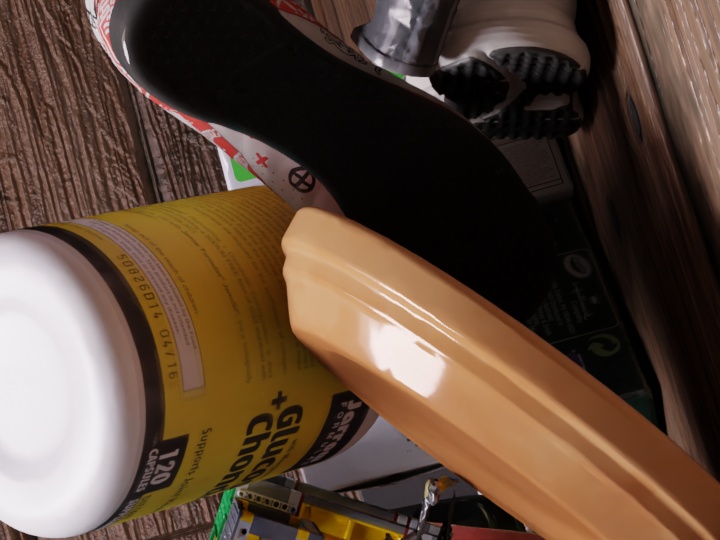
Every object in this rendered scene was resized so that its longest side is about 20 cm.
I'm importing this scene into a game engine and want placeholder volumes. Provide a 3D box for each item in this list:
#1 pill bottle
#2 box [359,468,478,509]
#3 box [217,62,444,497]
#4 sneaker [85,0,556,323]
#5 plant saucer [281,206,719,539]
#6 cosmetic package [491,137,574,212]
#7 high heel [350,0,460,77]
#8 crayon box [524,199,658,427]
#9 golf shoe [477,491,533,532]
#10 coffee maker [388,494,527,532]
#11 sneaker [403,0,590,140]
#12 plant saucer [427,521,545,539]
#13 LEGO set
[{"bbox_3d":[-0.056,0.027,0.966,0.112,0.200,0.112,11,106,41],"label":"pill bottle"},{"bbox_3d":[0.082,0.206,1.522,0.200,0.124,0.149,75,178,-56],"label":"box"},{"bbox_3d":[0.000,0.000,1.169,0.200,0.096,0.177,-124,20,-87],"label":"box"},{"bbox_3d":[-0.016,-0.057,0.942,0.201,0.067,0.108,36,-175,-26],"label":"sneaker"},{"bbox_3d":[0.049,0.052,0.865,0.200,0.037,0.200,37,173,5],"label":"plant saucer"},{"bbox_3d":[0.068,-0.022,1.208,0.200,0.050,0.083,79,176,-64],"label":"cosmetic package"},{"bbox_3d":[-0.005,-0.178,0.907,0.200,0.071,0.143,46,125,38],"label":"high heel"},{"bbox_3d":[0.099,0.085,1.127,0.127,0.051,0.200,-107,3,-47],"label":"crayon box"},{"bbox_3d":[0.092,0.117,1.314,0.092,0.075,0.201,89,165,-69],"label":"golf shoe"},{"bbox_3d":[0.055,0.217,1.251,0.135,0.192,0.201,27,131,61],"label":"coffee maker"},{"bbox_3d":[0.053,-0.097,0.982,0.200,0.073,0.080,120,147,-80],"label":"sneaker"},{"bbox_3d":[0.088,0.210,1.080,0.200,0.037,0.200,-1,107,51],"label":"plant saucer"},{"bbox_3d":[-0.011,0.154,0.999,0.200,0.116,0.154,132,155,-80],"label":"LEGO set"}]
